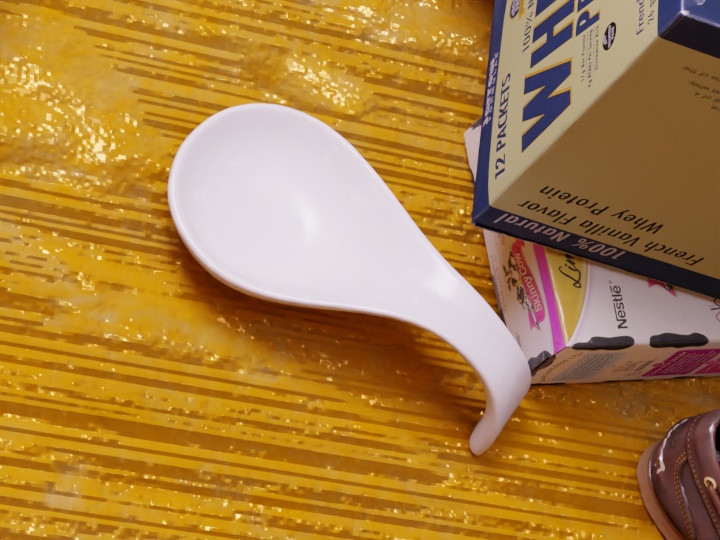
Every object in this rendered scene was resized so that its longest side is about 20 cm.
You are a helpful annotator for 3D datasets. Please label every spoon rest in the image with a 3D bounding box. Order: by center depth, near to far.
[{"bbox_3d":[0.000,0.000,1.047,0.200,0.061,0.099,39,58,-4],"label":"spoon rest"}]

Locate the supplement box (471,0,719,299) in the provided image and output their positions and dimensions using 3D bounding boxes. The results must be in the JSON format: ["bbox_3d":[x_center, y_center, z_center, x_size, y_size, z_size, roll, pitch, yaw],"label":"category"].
[{"bbox_3d":[0.182,-0.091,1.013,0.200,0.200,0.135,16,61,-16],"label":"supplement box"}]

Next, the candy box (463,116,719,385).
[{"bbox_3d":[0.161,-0.019,1.126,0.199,0.061,0.137,-2,70,-24],"label":"candy box"}]

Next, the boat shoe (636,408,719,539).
[{"bbox_3d":[0.213,0.150,1.070,0.200,0.070,0.070,46,57,-1],"label":"boat shoe"}]
